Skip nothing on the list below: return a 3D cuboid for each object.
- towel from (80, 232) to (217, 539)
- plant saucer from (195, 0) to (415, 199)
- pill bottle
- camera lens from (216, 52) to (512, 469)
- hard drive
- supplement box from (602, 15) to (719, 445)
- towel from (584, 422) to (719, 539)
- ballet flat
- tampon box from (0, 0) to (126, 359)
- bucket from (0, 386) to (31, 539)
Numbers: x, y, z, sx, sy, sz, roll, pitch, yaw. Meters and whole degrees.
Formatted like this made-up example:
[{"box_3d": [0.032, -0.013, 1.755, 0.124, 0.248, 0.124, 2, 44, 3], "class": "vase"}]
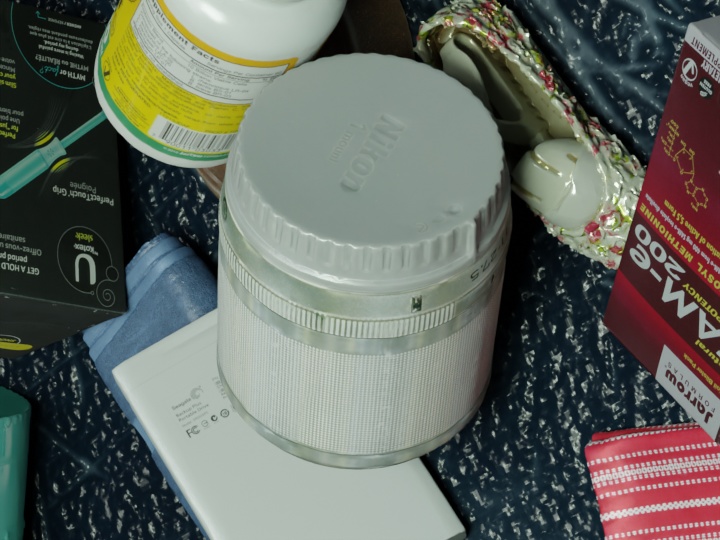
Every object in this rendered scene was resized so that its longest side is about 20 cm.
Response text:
[{"box_3d": [-0.095, 0.081, 1.665, 0.112, 0.048, 0.200, -50, 63, 33], "class": "towel"}, {"box_3d": [-0.052, -0.117, 1.611, 0.200, 0.034, 0.201, 8, 101, 41], "class": "plant saucer"}, {"box_3d": [-0.072, -0.148, 1.454, 0.113, 0.113, 0.200, 64, 152, 15], "class": "pill bottle"}, {"box_3d": [0.000, 0.000, 1.460, 0.160, 0.160, 0.200, 43, 150, 29], "class": "camera lens"}, {"box_3d": [-0.044, 0.110, 1.582, 0.200, 0.132, 0.027, 57, 170, 21], "class": "hard drive"}, {"box_3d": [0.196, -0.022, 1.342, 0.109, 0.061, 0.200, 48, 142, 37], "class": "supplement box"}, {"box_3d": [0.194, 0.183, 1.440, 0.144, 0.022, 0.201, -9, 89, 41], "class": "towel"}, {"box_3d": [0.095, -0.072, 1.467, 0.200, 0.064, 0.076, 51, 124, 24], "class": "ballet flat"}, {"box_3d": [-0.249, -0.059, 1.686, 0.126, 0.150, 0.201, -22, 66, 44], "class": "tampon box"}, {"box_3d": [-0.318, 0.145, 1.775, 0.207, 0.207, 0.135, 14, 99, 39], "class": "bucket"}]
